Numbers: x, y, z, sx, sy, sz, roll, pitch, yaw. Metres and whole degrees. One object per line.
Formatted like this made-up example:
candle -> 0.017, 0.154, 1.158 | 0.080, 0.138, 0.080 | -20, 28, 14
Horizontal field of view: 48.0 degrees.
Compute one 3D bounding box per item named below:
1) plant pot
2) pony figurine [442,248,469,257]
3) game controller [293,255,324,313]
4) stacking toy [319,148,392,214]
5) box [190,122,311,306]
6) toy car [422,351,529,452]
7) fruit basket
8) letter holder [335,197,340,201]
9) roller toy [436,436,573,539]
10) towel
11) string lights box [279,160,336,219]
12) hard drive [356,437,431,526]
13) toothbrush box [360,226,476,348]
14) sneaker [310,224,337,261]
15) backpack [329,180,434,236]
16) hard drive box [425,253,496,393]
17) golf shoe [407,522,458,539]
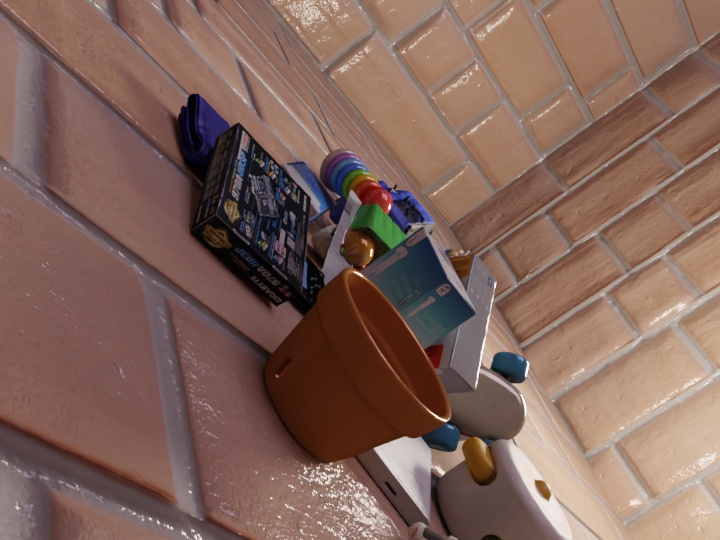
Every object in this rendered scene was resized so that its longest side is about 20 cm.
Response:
plant pot -> -0.011, 0.118, 0.898 | 0.200, 0.140, 0.200 | 51, 13, -16
pony figurine -> 0.136, 0.043, 1.669 | 0.167, 0.193, 0.200 | 48, 32, -14
game controller -> -0.115, -0.023, 1.128 | 0.200, 0.042, 0.105 | 48, 13, -29
stacking toy -> -0.001, -0.150, 1.439 | 0.085, 0.085, 0.200 | 46, 0, -34
box -> -0.134, -0.075, 1.053 | 0.159, 0.046, 0.201 | 45, 30, -33
toy car -> 0.156, 0.226, 1.340 | 0.176, 0.185, 0.200 | 24, -24, -14
fruit basket -> 0.000, 0.000, 1.333 | 0.185, 0.093, 0.201 | 43, 60, -41
letter holder -> 0.029, -0.109, 1.813 | 0.143, 0.100, 0.200 | 58, 12, 6
roller toy -> 0.209, 0.341, 1.153 | 0.201, 0.139, 0.182 | 60, 13, 29
towel -> -0.189, -0.149, 1.186 | 0.200, 0.049, 0.148 | 45, 22, -42
string lights box -> -0.107, -0.136, 1.434 | 0.103, 0.059, 0.200 | 54, 11, -2
hard drive -> 0.048, 0.241, 1.071 | 0.132, 0.026, 0.200 | 53, 11, -7
toothbrush box -> 0.049, 0.053, 1.176 | 0.085, 0.200, 0.147 | 48, 12, -32
sneaker -> -0.014, -0.005, 1.423 | 0.200, 0.076, 0.081 | 42, 27, -43
backpack -> 0.049, -0.095, 1.604 | 0.168, 0.162, 0.200 | 58, 25, 12
hard drive box -> 0.110, 0.086, 1.237 | 0.077, 0.155, 0.201 | 45, 47, -37
golf shoe -> 0.127, 0.357, 0.951 | 0.200, 0.077, 0.088 | 46, 7, -39
